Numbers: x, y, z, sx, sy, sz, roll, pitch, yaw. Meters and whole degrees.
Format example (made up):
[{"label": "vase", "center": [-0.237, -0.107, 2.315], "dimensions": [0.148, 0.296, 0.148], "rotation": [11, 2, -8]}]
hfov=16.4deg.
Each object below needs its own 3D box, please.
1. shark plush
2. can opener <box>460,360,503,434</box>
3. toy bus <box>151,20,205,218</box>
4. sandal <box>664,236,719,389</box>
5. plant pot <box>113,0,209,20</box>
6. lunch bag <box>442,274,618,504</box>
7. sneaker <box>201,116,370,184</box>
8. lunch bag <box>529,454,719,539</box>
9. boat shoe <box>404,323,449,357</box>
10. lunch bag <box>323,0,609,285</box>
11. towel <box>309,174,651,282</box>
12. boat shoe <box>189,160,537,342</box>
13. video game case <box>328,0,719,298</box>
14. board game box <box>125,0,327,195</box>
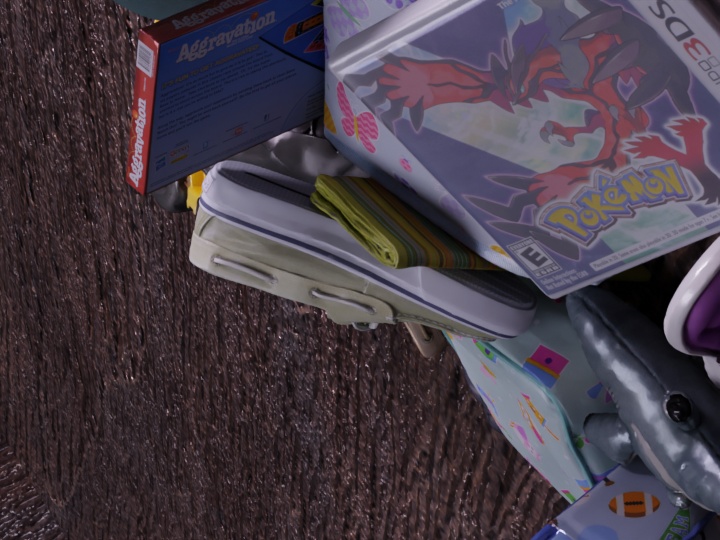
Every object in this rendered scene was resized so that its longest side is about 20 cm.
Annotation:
[{"label": "shark plush", "center": [0.166, 0.090, 1.316], "dimensions": [0.083, 0.091, 0.200], "rotation": [58, -171, -46]}, {"label": "can opener", "center": [0.080, 0.015, 1.603], "dimensions": [0.079, 0.063, 0.200], "rotation": [7, 124, 34]}, {"label": "toy bus", "center": [-0.060, -0.116, 1.714], "dimensions": [0.200, 0.136, 0.192], "rotation": [48, 142, 46]}, {"label": "sandal", "center": [0.202, 0.023, 1.245], "dimensions": [0.050, 0.082, 0.203], "rotation": [36, 180, 21]}, {"label": "plant pot", "center": [-0.109, -0.226, 1.323], "dimensions": [0.200, 0.200, 0.196], "rotation": [58, -179, 12]}, {"label": "lunch bag", "center": [0.121, 0.068, 1.496], "dimensions": [0.160, 0.077, 0.200], "rotation": [45, 170, 43]}, {"label": "sneaker", "center": [-0.015, -0.072, 1.524], "dimensions": [0.200, 0.076, 0.091], "rotation": [26, 140, -3]}, {"label": "lunch bag", "center": [0.162, 0.180, 1.406], "dimensions": [0.076, 0.200, 0.160], "rotation": [36, 148, 36]}, {"label": "boat shoe", "center": [0.010, -0.022, 1.645], "dimensions": [0.200, 0.065, 0.072], "rotation": [50, -176, -30]}, {"label": "lunch bag", "center": [0.081, -0.104, 1.344], "dimensions": [0.200, 0.127, 0.170], "rotation": [39, 150, 31]}, {"label": "towel", "center": [0.070, -0.019, 1.419], "dimensions": [0.086, 0.200, 0.018], "rotation": [46, 121, 41]}, {"label": "boat shoe", "center": [0.000, 0.000, 1.410], "dimensions": [0.200, 0.072, 0.062], "rotation": [23, 110, 5]}, {"label": "video game case", "center": [0.110, -0.078, 1.229], "dimensions": [0.182, 0.023, 0.200], "rotation": [45, 138, -21]}, {"label": "board game box", "center": [-0.043, -0.119, 1.379], "dimensions": [0.019, 0.200, 0.103], "rotation": [40, 138, 29]}]
